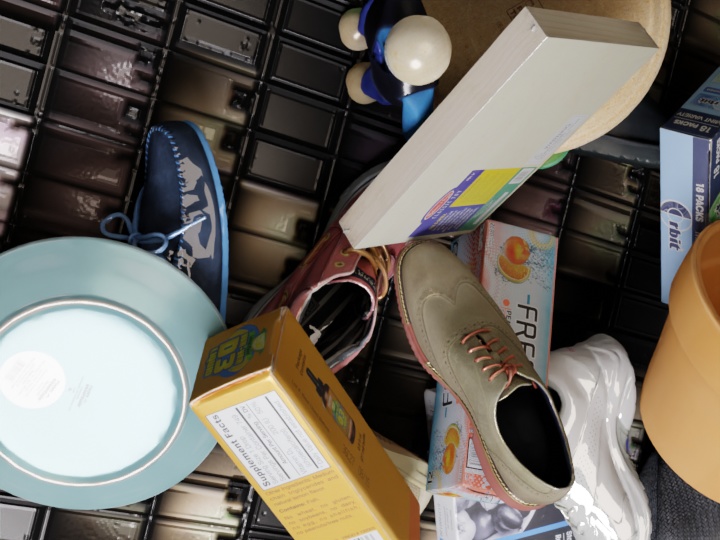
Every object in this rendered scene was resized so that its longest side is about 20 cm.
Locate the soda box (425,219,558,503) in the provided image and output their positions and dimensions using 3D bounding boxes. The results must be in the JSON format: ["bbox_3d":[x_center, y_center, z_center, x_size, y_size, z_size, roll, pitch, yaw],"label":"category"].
[{"bbox_3d":[0.099,0.069,0.771,0.063,0.068,0.202,14,72,-17],"label":"soda box"}]

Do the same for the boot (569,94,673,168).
[{"bbox_3d":[0.203,-0.174,0.821,0.198,0.076,0.170,9,95,-18],"label":"boot"}]

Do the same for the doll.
[{"bbox_3d":[0.025,-0.139,0.676,0.048,0.200,0.138,-10,100,-7],"label":"doll"}]

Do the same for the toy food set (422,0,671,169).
[{"bbox_3d":[0.122,-0.181,0.752,0.198,0.049,0.200,-45,83,12],"label":"toy food set"}]

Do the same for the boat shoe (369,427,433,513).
[{"bbox_3d":[-0.024,0.135,0.755,0.199,0.071,0.065,33,81,-25],"label":"boat shoe"}]

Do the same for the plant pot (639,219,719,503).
[{"bbox_3d":[0.294,0.079,0.747,0.198,0.201,0.141,3,135,-24],"label":"plant pot"}]

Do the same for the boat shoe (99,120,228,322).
[{"bbox_3d":[-0.129,0.002,0.687,0.068,0.084,0.202,-7,96,-33],"label":"boat shoe"}]

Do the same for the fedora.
[{"bbox_3d":[0.276,0.217,0.855,0.091,0.201,0.202,3,94,-6],"label":"fedora"}]

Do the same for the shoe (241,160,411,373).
[{"bbox_3d":[0.000,0.000,0.740,0.200,0.091,0.072,-48,111,-13],"label":"shoe"}]

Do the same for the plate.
[{"bbox_3d":[-0.179,0.076,0.664,0.198,0.026,0.202,-3,114,-7],"label":"plate"}]

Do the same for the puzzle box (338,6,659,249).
[{"bbox_3d":[0.087,-0.087,0.673,0.132,0.200,0.026,-9,61,-47],"label":"puzzle box"}]

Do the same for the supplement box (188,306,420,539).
[{"bbox_3d":[-0.030,0.123,0.676,0.068,0.067,0.201,-20,120,17],"label":"supplement box"}]

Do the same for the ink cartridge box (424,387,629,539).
[{"bbox_3d":[0.154,0.178,0.855,0.198,0.043,0.200,-9,98,-24],"label":"ink cartridge box"}]

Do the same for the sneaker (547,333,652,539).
[{"bbox_3d":[0.162,0.154,0.801,0.099,0.078,0.202,-6,86,-17],"label":"sneaker"}]

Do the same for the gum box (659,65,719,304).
[{"bbox_3d":[0.307,-0.090,0.833,0.200,0.044,0.171,-43,137,-31],"label":"gum box"}]

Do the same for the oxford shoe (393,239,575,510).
[{"bbox_3d":[0.089,0.061,0.691,0.070,0.075,0.201,-28,81,-18],"label":"oxford shoe"}]
